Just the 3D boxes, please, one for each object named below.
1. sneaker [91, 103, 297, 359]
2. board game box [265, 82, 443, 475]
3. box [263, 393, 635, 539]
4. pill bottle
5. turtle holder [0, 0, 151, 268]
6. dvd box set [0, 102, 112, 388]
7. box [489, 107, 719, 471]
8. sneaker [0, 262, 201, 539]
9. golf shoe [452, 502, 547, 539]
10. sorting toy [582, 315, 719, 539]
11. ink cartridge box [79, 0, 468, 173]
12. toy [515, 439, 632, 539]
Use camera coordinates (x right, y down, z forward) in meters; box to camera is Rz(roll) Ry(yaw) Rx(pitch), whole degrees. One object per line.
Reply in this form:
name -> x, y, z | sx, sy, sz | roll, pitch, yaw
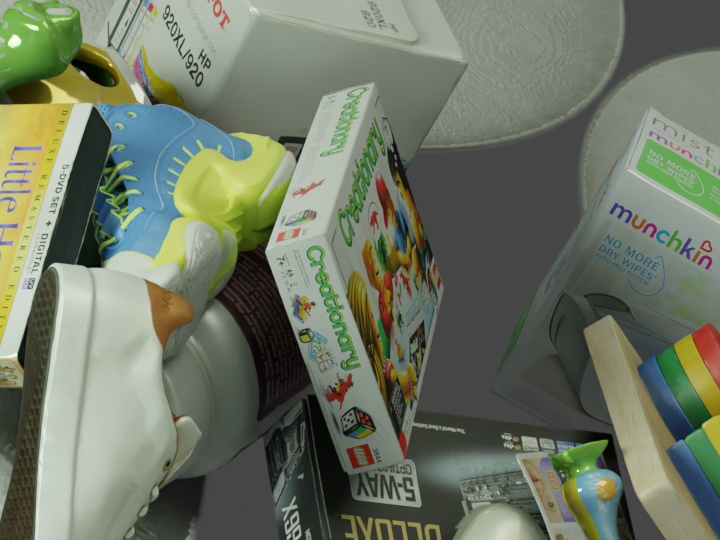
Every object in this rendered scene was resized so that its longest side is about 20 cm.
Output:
sneaker -> -0.111, -0.022, 1.417 | 0.105, 0.076, 0.200 | 29, 30, 9
board game box -> 0.000, 0.000, 1.467 | 0.034, 0.127, 0.200 | -14, 23, 14
box -> 0.054, 0.154, 1.488 | 0.199, 0.050, 0.159 | 10, 55, -31
pill bottle -> -0.084, 0.040, 1.514 | 0.114, 0.114, 0.200 | 38, 31, 12
turtle holder -> -0.179, -0.072, 1.514 | 0.131, 0.186, 0.141 | -26, 35, -14
dvd box set -> -0.228, -0.013, 1.387 | 0.199, 0.029, 0.147 | 1, 58, 23
box -> 0.209, 0.034, 1.708 | 0.199, 0.177, 0.097 | 31, 31, -1
sneaker -> -0.114, 0.102, 1.297 | 0.084, 0.201, 0.073 | 8, 5, -23
golf shoe -> 0.086, 0.199, 1.382 | 0.078, 0.097, 0.201 | 13, 61, -27
sorting toy -> 0.212, 0.128, 1.557 | 0.199, 0.069, 0.200 | 54, 11, -22
ink cartridge box -> -0.061, -0.100, 1.648 | 0.144, 0.201, 0.148 | 9, 37, -31
toy -> 0.149, 0.177, 1.445 | 0.115, 0.047, 0.201 | 6, 58, -64
